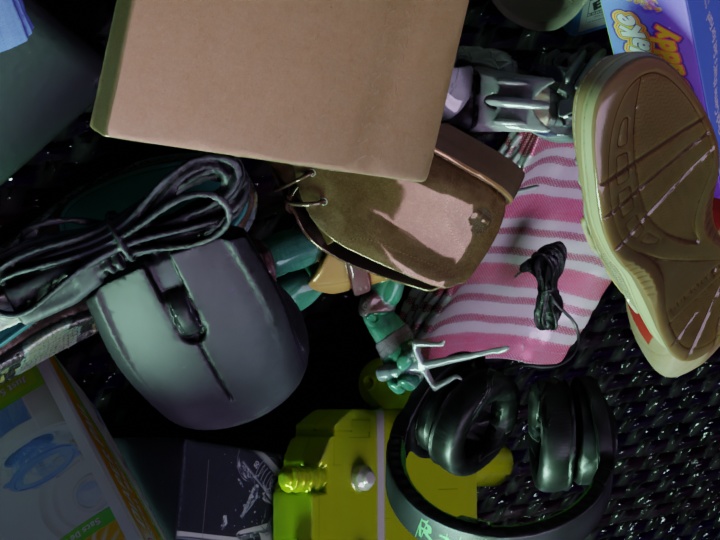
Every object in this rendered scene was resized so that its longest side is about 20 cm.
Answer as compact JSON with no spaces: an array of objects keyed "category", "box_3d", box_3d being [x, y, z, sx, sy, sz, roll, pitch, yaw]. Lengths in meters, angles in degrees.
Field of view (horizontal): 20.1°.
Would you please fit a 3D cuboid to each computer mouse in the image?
[{"category":"computer mouse","box_3d":[-0.083,0.031,0.970,0.138,0.053,0.200,-26,148,7]}]

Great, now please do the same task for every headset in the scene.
[{"category":"headset","box_3d":[0.086,0.074,1.126,0.123,0.200,0.094,11,129,12]}]

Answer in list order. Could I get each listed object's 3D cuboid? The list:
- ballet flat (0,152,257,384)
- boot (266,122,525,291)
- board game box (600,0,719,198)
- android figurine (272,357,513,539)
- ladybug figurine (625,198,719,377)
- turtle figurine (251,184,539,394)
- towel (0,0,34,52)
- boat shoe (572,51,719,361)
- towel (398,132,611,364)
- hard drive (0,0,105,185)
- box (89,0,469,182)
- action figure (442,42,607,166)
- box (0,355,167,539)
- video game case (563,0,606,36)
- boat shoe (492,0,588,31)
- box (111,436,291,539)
[{"category":"ballet flat","box_3d":[-0.144,0.003,1.018,0.199,0.074,0.074,-25,143,-9]},{"category":"boot","box_3d":[-0.022,-0.055,0.958,0.199,0.074,0.076,27,83,-13]},{"category":"board game box","box_3d":[0.167,-0.148,0.981,0.135,0.045,0.200,-62,152,-24]},{"category":"android figurine","box_3d":[0.020,0.141,1.170,0.041,0.183,0.200,-4,172,39]},{"category":"ladybug figurine","box_3d":[0.219,-0.020,1.233,0.136,0.072,0.200,-37,160,-46]},{"category":"turtle figurine","box_3d":[0.000,0.000,1.085,0.199,0.101,0.150,-17,134,0]},{"category":"towel","box_3d":[-0.236,-0.102,0.801,0.199,0.024,0.145,-26,145,-9]},{"category":"boat shoe","box_3d":[0.133,-0.035,0.989,0.071,0.065,0.200,-35,137,-11]},{"category":"towel","box_3d":[0.116,-0.019,1.210,0.146,0.030,0.200,2,131,-40]},{"category":"hard drive","box_3d":[-0.213,-0.091,0.872,0.139,0.033,0.200,-40,143,8]},{"category":"box","box_3d":[-0.021,-0.145,0.877,0.163,0.021,0.201,7,104,-29]},{"category":"action figure","box_3d":[0.079,-0.091,1.026,0.200,0.130,0.070,8,103,-54]},{"category":"box","box_3d":[-0.162,0.142,1.034,0.112,0.200,0.101,-32,144,-3]},{"category":"video game case","box_3d":[0.177,-0.218,1.041,0.143,0.018,0.201,-18,141,-20]},{"category":"boat shoe","box_3d":[0.100,-0.203,0.957,0.201,0.072,0.060,95,22,-46]},{"category":"box","box_3d":[-0.078,0.204,1.161,0.104,0.201,0.182,-5,167,43]}]
